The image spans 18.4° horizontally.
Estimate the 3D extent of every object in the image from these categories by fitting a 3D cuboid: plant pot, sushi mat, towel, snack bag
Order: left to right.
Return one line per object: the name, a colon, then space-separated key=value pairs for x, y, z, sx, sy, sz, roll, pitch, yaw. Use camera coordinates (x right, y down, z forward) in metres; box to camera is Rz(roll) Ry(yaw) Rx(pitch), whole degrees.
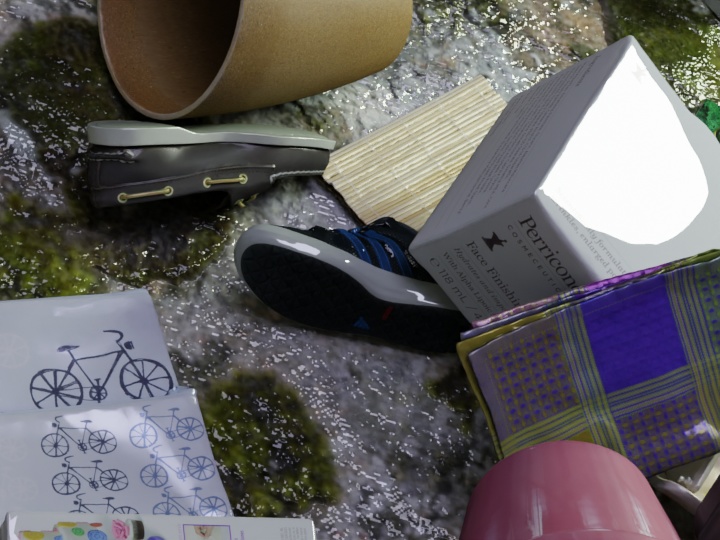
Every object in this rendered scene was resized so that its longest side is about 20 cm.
snack bag: x=-0.193 y=0.092 z=1.455 sx=0.187 sy=0.021 sz=0.201 roll=-3 pitch=55 yaw=-25
plant pot: x=-0.065 y=-0.202 z=1.661 sx=0.199 sy=0.187 sz=0.187 roll=0 pitch=52 yaw=-41
sushi mat: x=0.059 y=-0.084 z=1.711 sx=0.199 sy=0.012 sz=0.096 roll=-30 pitch=68 yaw=-38
plant pot: x=0.134 y=0.211 z=1.397 sx=0.198 sy=0.201 sz=0.180 roll=15 pitch=33 yaw=-11
towel: x=0.173 y=0.076 z=1.475 sx=0.198 sy=0.145 sz=0.023 roll=-17 pitch=14 yaw=-3

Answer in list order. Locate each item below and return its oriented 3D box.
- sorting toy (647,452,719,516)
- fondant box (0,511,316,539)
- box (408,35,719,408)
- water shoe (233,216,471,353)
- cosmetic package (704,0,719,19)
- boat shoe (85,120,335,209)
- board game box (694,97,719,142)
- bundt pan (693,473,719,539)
sorting toy: x=0.309 y=0.136 z=1.588 sx=0.180 sy=0.107 sz=0.201 roll=39 pitch=67 yaw=-9
fondant box: x=-0.120 y=0.225 z=1.345 sx=0.198 sy=0.058 sz=0.145 roll=5 pitch=58 yaw=-21
box: x=0.172 y=-0.019 z=1.581 sx=0.199 sy=0.130 sz=0.200 roll=50 pitch=46 yaw=-15
water shoe: x=0.000 y=0.000 z=1.585 sx=0.199 sy=0.072 sz=0.079 roll=20 pitch=44 yaw=-21
cosmetic package: x=0.301 y=-0.326 z=1.953 sx=0.074 sy=0.102 sz=0.200 roll=-20 pitch=61 yaw=-33
boat shoe: x=-0.108 y=-0.075 z=1.603 sx=0.200 sy=0.061 sz=0.072 roll=-1 pitch=9 yaw=-34
board game box: x=0.283 y=-0.050 z=1.775 sx=0.104 sy=0.024 sz=0.200 roll=30 pitch=47 yaw=5
bundt pan: x=0.299 y=0.200 z=1.446 sx=0.201 sy=0.076 sz=0.203 roll=21 pitch=40 yaw=-19
